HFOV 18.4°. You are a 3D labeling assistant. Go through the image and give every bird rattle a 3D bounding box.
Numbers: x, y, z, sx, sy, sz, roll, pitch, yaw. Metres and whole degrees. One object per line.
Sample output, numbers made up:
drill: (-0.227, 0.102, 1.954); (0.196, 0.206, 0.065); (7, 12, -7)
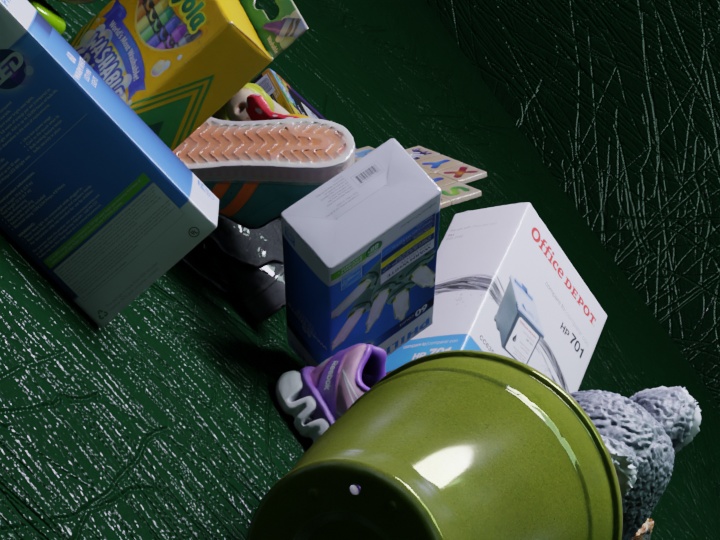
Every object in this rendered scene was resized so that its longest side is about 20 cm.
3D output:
bird rattle: (-0.064, -0.113, 1.849); (0.163, 0.113, 0.200); (33, 4, -39)

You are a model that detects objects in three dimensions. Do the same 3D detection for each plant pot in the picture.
plant pot: (0.030, 0.158, 1.323); (0.201, 0.200, 0.193); (52, 24, 12)

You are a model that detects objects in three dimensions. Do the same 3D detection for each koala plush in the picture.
koala plush: (0.120, 0.137, 1.476); (0.177, 0.200, 0.184); (-17, 84, -55)

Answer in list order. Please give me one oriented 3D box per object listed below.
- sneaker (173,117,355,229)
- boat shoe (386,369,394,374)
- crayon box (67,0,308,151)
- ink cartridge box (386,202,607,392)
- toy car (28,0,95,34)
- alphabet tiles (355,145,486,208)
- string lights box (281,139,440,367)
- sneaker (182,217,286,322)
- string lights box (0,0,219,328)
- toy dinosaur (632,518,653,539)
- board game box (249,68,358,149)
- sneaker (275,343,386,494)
sneaker: (-0.102, -0.067, 1.631); (0.072, 0.199, 0.080); (-80, 172, -45)
boat shoe: (0.060, 0.143, 1.736); (0.200, 0.070, 0.070); (40, 14, -46)
crayon box: (-0.142, -0.149, 1.567); (0.052, 0.200, 0.126); (40, 15, -40)
ink cartridge box: (0.111, 0.066, 1.848); (0.147, 0.086, 0.200); (52, 48, -30)
toy car: (-0.269, -0.298, 1.700); (0.200, 0.164, 0.158); (46, 7, 35)
alphabet tiles: (0.002, -0.072, 1.927); (0.166, 0.200, 0.006); (26, -54, 50)
string lights box: (0.000, 0.000, 1.635); (0.059, 0.103, 0.200); (48, -18, 22)
sneaker: (-0.085, -0.027, 1.737); (0.104, 0.060, 0.200); (49, 21, -10)
string lights box: (-0.192, -0.073, 1.380); (0.200, 0.103, 0.059); (47, 12, -16)
toy dinosaur: (0.143, 0.203, 1.688); (0.136, 0.200, 0.102); (40, 41, -5)
board game box: (-0.031, -0.083, 2.152); (0.165, 0.057, 0.200); (43, 13, -41)
sneaker: (0.024, 0.132, 1.588); (0.200, 0.088, 0.080); (55, 11, 21)
